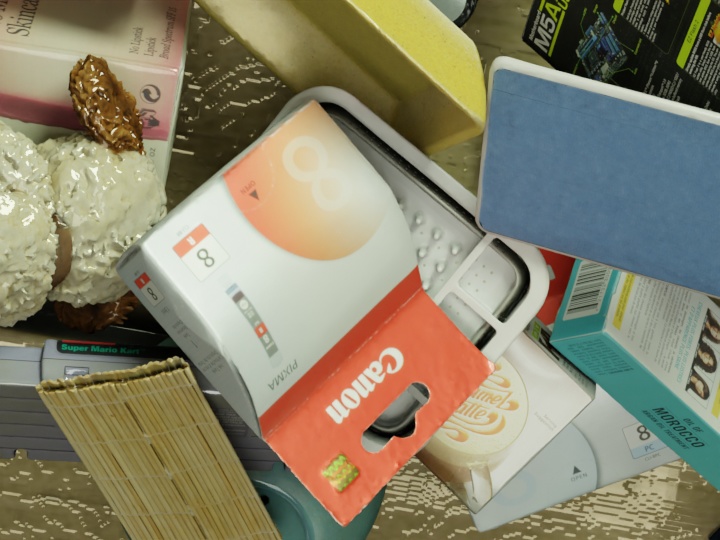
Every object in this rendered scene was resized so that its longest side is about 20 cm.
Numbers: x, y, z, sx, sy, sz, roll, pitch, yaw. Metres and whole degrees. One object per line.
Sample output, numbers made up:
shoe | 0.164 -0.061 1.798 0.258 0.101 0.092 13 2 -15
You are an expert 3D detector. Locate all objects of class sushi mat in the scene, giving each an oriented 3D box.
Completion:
sushi mat | -0.118 0.118 1.299 0.095 0.012 0.200 -9 141 11

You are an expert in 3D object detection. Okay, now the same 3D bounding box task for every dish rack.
dish rack | 0.000 0.000 1.344 0.200 0.044 0.172 39 103 -1

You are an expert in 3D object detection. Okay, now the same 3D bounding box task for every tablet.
tablet | 0.164 -0.048 1.243 0.199 0.014 0.131 17 133 15

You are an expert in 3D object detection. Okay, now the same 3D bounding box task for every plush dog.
plush dog | -0.192 -0.028 1.238 0.171 0.161 0.201 -11 129 -25

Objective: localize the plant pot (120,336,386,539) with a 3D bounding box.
plant pot | -0.076 0.150 1.445 0.199 0.135 0.201 -1 113 -1

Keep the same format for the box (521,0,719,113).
box | 0.191 -0.149 1.229 0.047 0.193 0.200 -30 153 -30

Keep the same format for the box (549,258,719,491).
box | 0.213 0.065 1.421 0.049 0.083 0.200 -14 135 46

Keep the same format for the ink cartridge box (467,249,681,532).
ink cartridge box | 0.119 0.063 1.462 0.159 0.047 0.201 -21 114 7

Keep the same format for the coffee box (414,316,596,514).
coffee box | 0.045 0.044 1.410 0.200 0.080 0.114 45 103 -2

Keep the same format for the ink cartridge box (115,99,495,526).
ink cartridge box | -0.021 0.022 1.254 0.200 0.162 0.050 47 145 0

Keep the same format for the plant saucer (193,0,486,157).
plant saucer | -0.015 -0.153 1.303 0.200 0.200 0.049 41 76 -10

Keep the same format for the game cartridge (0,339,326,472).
game cartridge | -0.125 0.083 1.309 0.199 0.039 0.130 4 150 -7

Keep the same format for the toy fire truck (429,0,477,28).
toy fire truck | 0.036 -0.264 1.299 0.200 0.129 0.176 45 105 -5

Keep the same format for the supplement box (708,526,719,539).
supplement box | 0.364 0.203 1.445 0.134 0.200 0.200 41 105 -16

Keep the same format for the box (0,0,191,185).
box | -0.210 -0.117 1.331 0.199 0.128 0.109 9 119 -6
